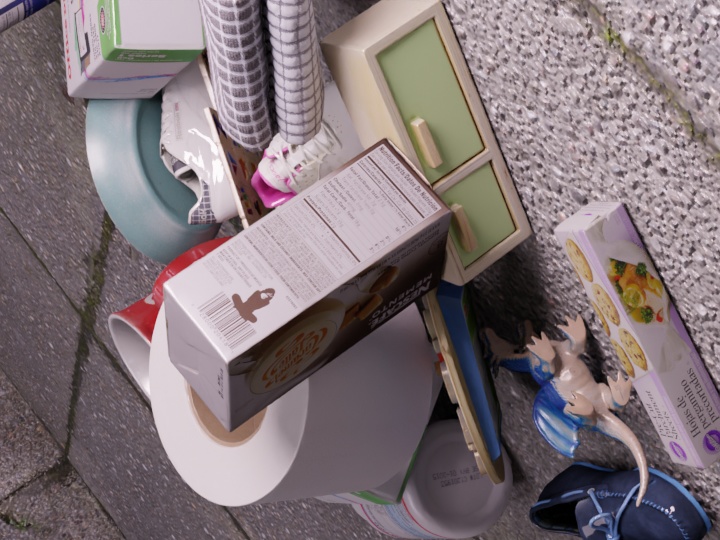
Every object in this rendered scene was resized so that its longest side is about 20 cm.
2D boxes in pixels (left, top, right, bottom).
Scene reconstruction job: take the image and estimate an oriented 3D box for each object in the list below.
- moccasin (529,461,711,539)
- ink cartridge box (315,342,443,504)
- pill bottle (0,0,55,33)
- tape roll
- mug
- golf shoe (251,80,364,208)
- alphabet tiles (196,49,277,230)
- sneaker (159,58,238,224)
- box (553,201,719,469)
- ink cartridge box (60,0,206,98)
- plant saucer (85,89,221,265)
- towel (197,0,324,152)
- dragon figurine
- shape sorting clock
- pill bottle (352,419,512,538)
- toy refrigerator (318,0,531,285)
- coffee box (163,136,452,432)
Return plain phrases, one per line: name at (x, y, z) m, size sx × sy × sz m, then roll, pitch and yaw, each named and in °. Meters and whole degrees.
moccasin at (0.206, 0.204, 1.460) m, size 0.081 × 0.068 × 0.200 m, roll 58°, pitch 159°, yaw -8°
ink cartridge box at (-0.009, 0.134, 1.670) m, size 0.087 × 0.146 × 0.200 m, roll 23°, pitch 167°, yaw -13°
pill bottle at (-0.362, -0.290, 1.766) m, size 0.116 × 0.200 × 0.116 m, roll 44°, pitch 157°, yaw 25°
tape roll at (-0.058, 0.085, 1.479) m, size 0.202 × 0.139 × 0.204 m, roll -1°, pitch 89°, yaw 46°
mug at (-0.118, 0.039, 1.732) m, size 0.134 × 0.200 × 0.178 m, roll 54°, pitch 159°, yaw 2°
golf shoe at (-0.032, -0.099, 1.492) m, size 0.076 × 0.091 × 0.200 m, roll 55°, pitch 158°, yaw 5°
alphabet tiles at (-0.099, -0.099, 1.587) m, size 0.167 × 0.008 × 0.201 m, roll 16°, pitch -126°, yaw -76°
sneaker at (-0.154, -0.140, 1.677) m, size 0.076 × 0.080 × 0.201 m, roll 97°, pitch 151°, yaw -71°
box at (0.201, 0.045, 1.272) m, size 0.201 × 0.039 × 0.041 m, roll 61°, pitch 160°, yaw -16°
ink cartridge box at (-0.201, -0.239, 1.580) m, size 0.200 × 0.083 × 0.146 m, roll 161°, pitch 105°, yaw -69°
plant saucer at (-0.180, -0.106, 1.722) m, size 0.036 × 0.200 × 0.201 m, roll -15°, pitch 113°, yaw 31°
towel at (-0.082, -0.211, 1.327) m, size 0.166 × 0.085 × 0.201 m, roll 83°, pitch 177°, yaw -52°
dragon figurine at (0.167, 0.102, 1.402) m, size 0.200 × 0.059 × 0.100 m, roll 51°, pitch 162°, yaw 22°
shape sorting clock at (0.079, 0.074, 1.455) m, size 0.200 × 0.039 × 0.201 m, roll -14°, pitch -90°, yaw -83°
pill bottle at (0.057, 0.199, 1.721) m, size 0.109 × 0.109 × 0.200 m, roll 57°, pitch 160°, yaw -5°
toy refrigerator at (0.051, -0.095, 1.336) m, size 0.070 × 0.076 × 0.201 m, roll 21°, pitch 140°, yaw 55°
coffee box at (-0.038, 0.010, 1.299) m, size 0.080 × 0.200 × 0.115 m, roll 48°, pitch 158°, yaw 20°
